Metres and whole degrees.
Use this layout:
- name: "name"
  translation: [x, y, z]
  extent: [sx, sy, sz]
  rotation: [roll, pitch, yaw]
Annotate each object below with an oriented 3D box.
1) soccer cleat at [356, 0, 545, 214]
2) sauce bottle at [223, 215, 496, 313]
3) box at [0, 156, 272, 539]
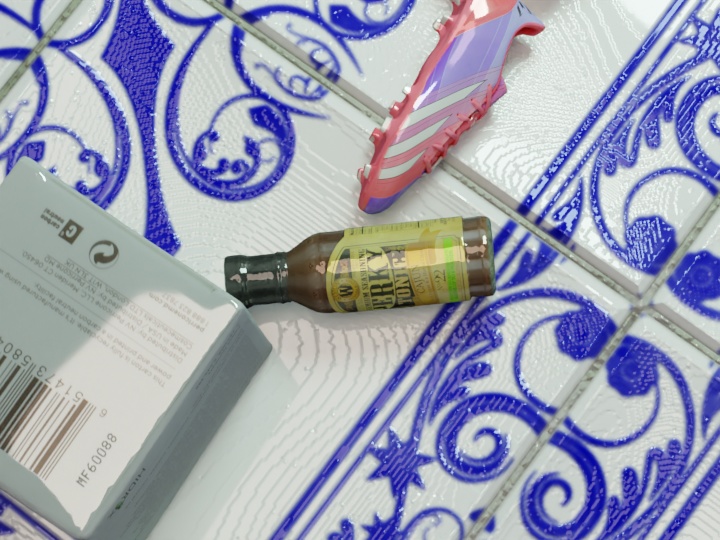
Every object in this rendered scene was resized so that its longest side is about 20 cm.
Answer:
- name: "soccer cleat"
  translation: [0.065, -0.124, 1.502]
  extent: [0.076, 0.067, 0.200]
  rotation: [29, 83, -6]
- name: "sauce bottle"
  translation: [0.000, 0.000, 1.477]
  extent: [0.200, 0.065, 0.065]
  rotation: [-8, 76, 5]
- name: "box"
  translation: [-0.201, 0.067, 1.423]
  extent: [0.199, 0.171, 0.200]
  rotation: [33, 81, 11]
